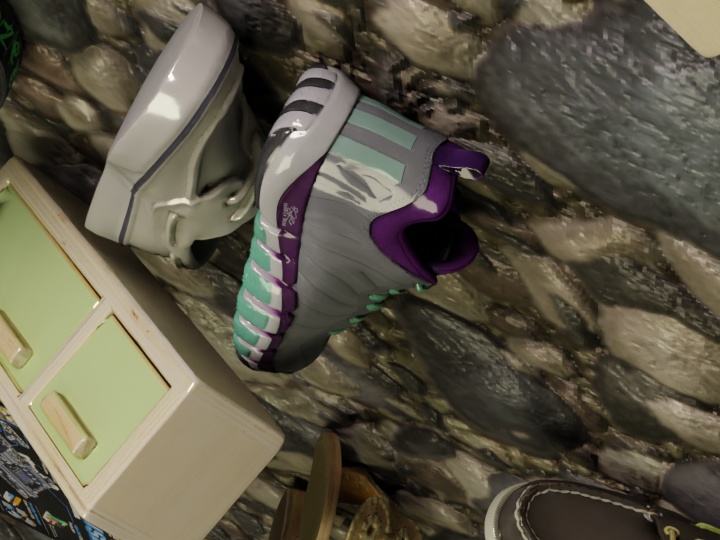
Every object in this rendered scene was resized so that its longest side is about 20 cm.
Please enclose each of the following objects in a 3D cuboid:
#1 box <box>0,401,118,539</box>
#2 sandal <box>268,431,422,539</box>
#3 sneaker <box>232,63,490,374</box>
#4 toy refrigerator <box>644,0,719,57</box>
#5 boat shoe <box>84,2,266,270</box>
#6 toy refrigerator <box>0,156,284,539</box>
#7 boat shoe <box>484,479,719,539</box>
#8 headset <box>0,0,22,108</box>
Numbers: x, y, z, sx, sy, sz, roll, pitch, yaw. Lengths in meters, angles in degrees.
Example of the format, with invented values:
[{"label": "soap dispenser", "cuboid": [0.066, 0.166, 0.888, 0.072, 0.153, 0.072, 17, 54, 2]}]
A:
[{"label": "box", "cuboid": [-0.212, 0.096, 1.352, 0.197, 0.050, 0.200, 22, 153, 18]}, {"label": "sandal", "cuboid": [-0.002, 0.139, 1.194, 0.069, 0.078, 0.212, 13, 162, -7]}, {"label": "sneaker", "cuboid": [0.000, 0.000, 0.914, 0.087, 0.075, 0.200, 23, 153, 7]}, {"label": "toy refrigerator", "cuboid": [0.058, -0.153, 0.573, 0.200, 0.070, 0.076, 40, 147, -19]}, {"label": "boat shoe", "cuboid": [-0.067, -0.044, 0.909, 0.065, 0.072, 0.200, 29, 156, -4]}, {"label": "toy refrigerator", "cuboid": [-0.122, 0.035, 0.998, 0.070, 0.076, 0.200, 37, -173, -44]}, {"label": "boat shoe", "cuboid": [0.153, 0.147, 1.015, 0.200, 0.072, 0.061, 28, 152, -9]}, {"label": "headset", "cuboid": [-0.249, -0.100, 0.981, 0.199, 0.094, 0.124, 8, 147, 20]}]
